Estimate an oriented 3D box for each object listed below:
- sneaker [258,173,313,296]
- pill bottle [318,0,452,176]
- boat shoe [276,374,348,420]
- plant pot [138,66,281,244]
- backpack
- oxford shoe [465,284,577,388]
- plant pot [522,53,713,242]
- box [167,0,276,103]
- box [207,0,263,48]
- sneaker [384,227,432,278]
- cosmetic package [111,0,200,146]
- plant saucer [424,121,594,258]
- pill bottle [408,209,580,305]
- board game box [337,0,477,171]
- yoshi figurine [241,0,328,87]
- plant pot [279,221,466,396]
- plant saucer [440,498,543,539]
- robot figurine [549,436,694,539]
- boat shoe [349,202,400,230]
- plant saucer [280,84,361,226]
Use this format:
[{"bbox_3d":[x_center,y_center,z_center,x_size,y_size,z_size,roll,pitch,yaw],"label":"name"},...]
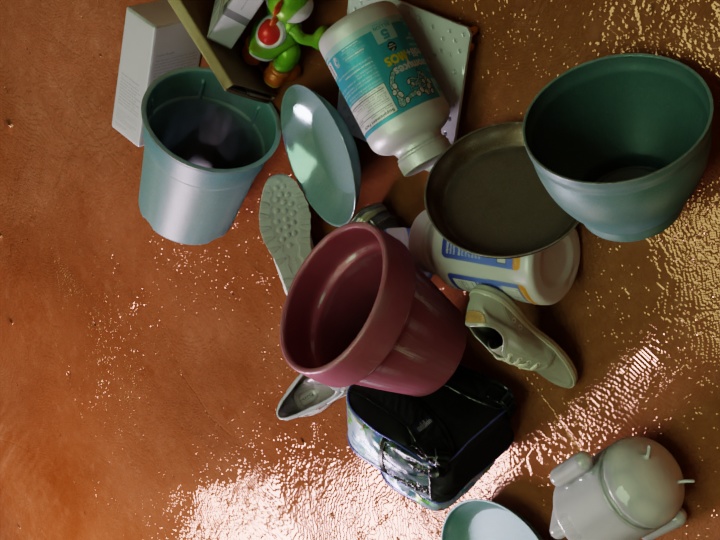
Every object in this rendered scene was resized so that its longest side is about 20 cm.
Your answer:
[{"bbox_3d":[-0.102,-0.040,1.916,0.081,0.076,0.202,-137,34,-81],"label":"sneaker"},{"bbox_3d":[0.038,-0.219,1.636,0.111,0.110,0.201,-31,85,47],"label":"pill bottle"},{"bbox_3d":[-0.056,0.164,1.966,0.075,0.065,0.202,58,136,9],"label":"boat shoe"},{"bbox_3d":[-0.233,-0.154,1.925,0.200,0.200,0.197,48,143,19],"label":"plant pot"},{"bbox_3d":[0.082,0.208,1.763,0.199,0.183,0.148,29,138,31],"label":"backpack"},{"bbox_3d":[0.193,0.093,1.632,0.200,0.058,0.075,41,156,-32],"label":"oxford shoe"},{"bbox_3d":[0.284,-0.118,1.438,0.199,0.200,0.135,24,150,36],"label":"plant pot"},{"bbox_3d":[-0.201,-0.324,1.836,0.021,0.163,0.201,-34,81,16],"label":"box"},{"bbox_3d":[-0.133,-0.411,1.742,0.200,0.041,0.157,-48,28,45],"label":"box"},{"bbox_3d":[0.032,0.025,1.775,0.201,0.082,0.074,-64,25,22],"label":"sneaker"},{"bbox_3d":[-0.301,-0.295,1.983,0.071,0.101,0.201,37,129,28],"label":"cosmetic package"},{"bbox_3d":[0.174,-0.089,1.558,0.200,0.200,0.032,32,158,30],"label":"plant saucer"},{"bbox_3d":[0.159,-0.026,1.638,0.199,0.112,0.113,11,115,42],"label":"pill bottle"},{"bbox_3d":[0.057,-0.245,1.706,0.199,0.026,0.201,29,126,34],"label":"board game box"},{"bbox_3d":[-0.089,-0.346,1.777,0.200,0.111,0.113,120,150,-54],"label":"yoshi figurine"},{"bbox_3d":[0.028,0.067,1.659,0.200,0.178,0.201,-33,42,36],"label":"plant pot"},{"bbox_3d":[0.198,0.402,1.841,0.199,0.036,0.202,20,121,39],"label":"plant saucer"},{"bbox_3d":[0.313,0.274,1.615,0.169,0.113,0.200,28,138,-16],"label":"robot figurine"},{"bbox_3d":[0.000,0.000,1.834,0.073,0.074,0.201,43,133,21],"label":"boat shoe"},{"bbox_3d":[-0.045,-0.160,1.808,0.201,0.038,0.202,47,150,38],"label":"plant saucer"}]
